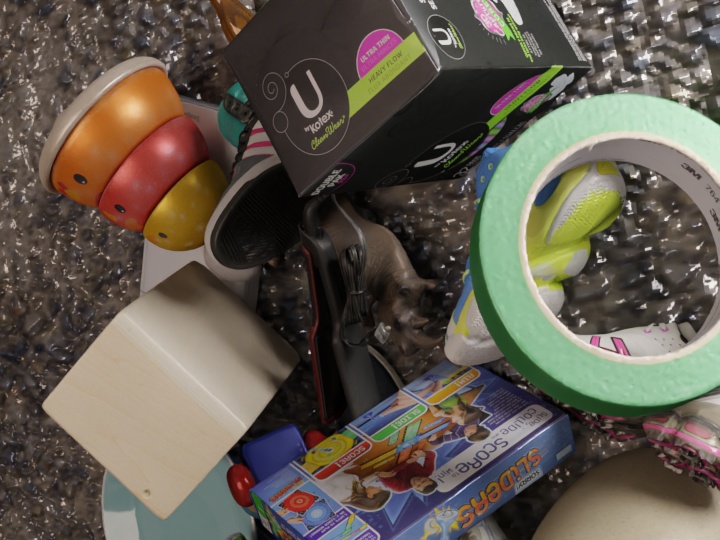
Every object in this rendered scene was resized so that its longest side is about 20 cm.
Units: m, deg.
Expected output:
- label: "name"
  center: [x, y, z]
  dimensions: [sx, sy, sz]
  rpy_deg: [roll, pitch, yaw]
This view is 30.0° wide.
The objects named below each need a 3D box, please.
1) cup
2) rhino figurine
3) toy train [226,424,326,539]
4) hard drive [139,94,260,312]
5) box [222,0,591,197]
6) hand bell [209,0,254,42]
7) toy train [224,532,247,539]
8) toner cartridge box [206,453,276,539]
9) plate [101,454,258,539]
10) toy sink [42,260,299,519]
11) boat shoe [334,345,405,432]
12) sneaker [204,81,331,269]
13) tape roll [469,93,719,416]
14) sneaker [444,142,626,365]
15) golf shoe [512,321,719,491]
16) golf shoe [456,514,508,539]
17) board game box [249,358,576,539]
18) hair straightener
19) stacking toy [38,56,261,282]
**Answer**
- label: "cup"
  center: [0.179, 0.235, 0.909]
  dimensions: [0.198, 0.142, 0.204]
  rpy_deg: [6, 100, 38]
- label: "rhino figurine"
  center: [0.000, 0.000, 1.059]
  dimensions: [0.200, 0.059, 0.088]
  rpy_deg: [41, 120, 39]
- label: "toy train"
  center: [-0.040, 0.232, 1.066]
  dimensions: [0.202, 0.084, 0.116]
  rpy_deg: [64, 160, 13]
- label: "hard drive"
  center: [-0.139, -0.046, 1.199]
  dimensions: [0.131, 0.027, 0.203]
  rpy_deg: [18, 107, 36]
- label: "box"
  center: [0.035, -0.146, 0.933]
  dimensions: [0.148, 0.199, 0.125]
  rpy_deg: [-39, 73, 35]
- label: "hand bell"
  center: [-0.127, -0.246, 1.141]
  dimensions: [0.104, 0.104, 0.201]
  rpy_deg: [-36, 87, 36]
- label: "toy train"
  center: [-0.061, 0.299, 1.119]
  dimensions: [0.041, 0.056, 0.201]
  rpy_deg: [-29, 108, 6]
- label: "toner cartridge box"
  center: [-0.118, 0.231, 1.211]
  dimensions: [0.199, 0.043, 0.096]
  rpy_deg: [35, 118, 30]
- label: "plate"
  center: [-0.157, 0.227, 1.198]
  dimensions: [0.198, 0.025, 0.204]
  rpy_deg: [5, 98, 38]
- label: "toy sink"
  center: [-0.147, 0.091, 1.084]
  dimensions: [0.130, 0.200, 0.112]
  rpy_deg: [42, 105, -2]
- label: "boat shoe"
  center: [0.009, 0.159, 1.086]
  dimensions: [0.074, 0.061, 0.203]
  rpy_deg: [-18, 84, 44]
- label: "sneaker"
  center: [-0.079, -0.090, 1.061]
  dimensions: [0.120, 0.200, 0.084]
  rpy_deg: [17, 146, 42]
- label: "tape roll"
  center: [0.170, -0.010, 0.860]
  dimensions: [0.048, 0.198, 0.203]
  rpy_deg: [101, 144, -76]
- label: "sneaker"
  center: [0.113, -0.025, 0.983]
  dimensions: [0.201, 0.075, 0.106]
  rpy_deg: [-53, 46, 31]
- label: "golf shoe"
  center: [0.193, 0.074, 0.929]
  dimensions: [0.198, 0.073, 0.093]
  rpy_deg: [24, 74, 34]
- label: "golf shoe"
  center: [0.084, 0.209, 0.971]
  dimensions: [0.079, 0.096, 0.201]
  rpy_deg: [-56, 26, 20]
- label: "board game box"
  center: [0.036, 0.143, 0.958]
  dimensions: [0.135, 0.199, 0.035]
  rpy_deg: [27, 142, 53]
- label: "hair straightener"
  center: [-0.003, 0.029, 1.010]
  dimensions: [0.076, 0.041, 0.203]
  rpy_deg: [11, 114, 36]
- label: "stacking toy"
  center: [-0.158, -0.067, 1.132]
  dimensions: [0.200, 0.146, 0.147]
  rpy_deg: [43, 121, 8]
